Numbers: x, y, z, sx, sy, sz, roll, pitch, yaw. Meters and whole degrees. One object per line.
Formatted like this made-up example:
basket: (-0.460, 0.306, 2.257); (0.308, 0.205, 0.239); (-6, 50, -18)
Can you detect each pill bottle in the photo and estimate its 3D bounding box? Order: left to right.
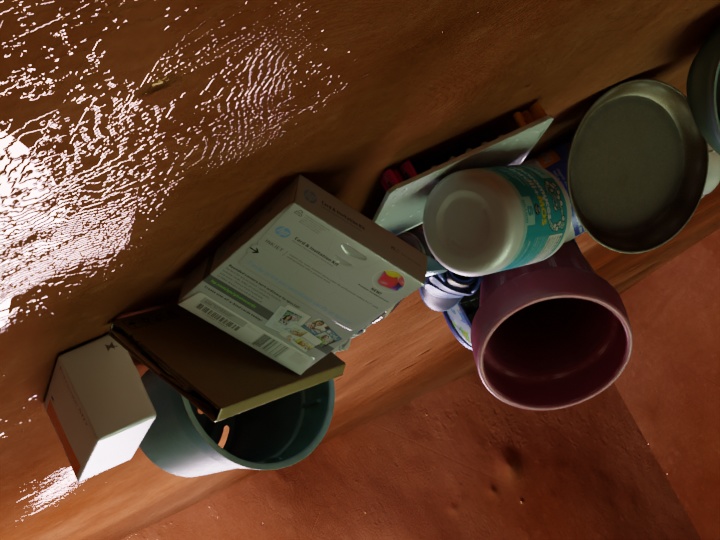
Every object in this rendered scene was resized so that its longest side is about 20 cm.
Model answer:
pill bottle: (0.158, -0.058, 1.437); (0.111, 0.111, 0.200); (-34, 168, 30)
pill bottle: (0.263, -0.104, 1.632); (0.199, 0.113, 0.112); (-28, 169, 0)

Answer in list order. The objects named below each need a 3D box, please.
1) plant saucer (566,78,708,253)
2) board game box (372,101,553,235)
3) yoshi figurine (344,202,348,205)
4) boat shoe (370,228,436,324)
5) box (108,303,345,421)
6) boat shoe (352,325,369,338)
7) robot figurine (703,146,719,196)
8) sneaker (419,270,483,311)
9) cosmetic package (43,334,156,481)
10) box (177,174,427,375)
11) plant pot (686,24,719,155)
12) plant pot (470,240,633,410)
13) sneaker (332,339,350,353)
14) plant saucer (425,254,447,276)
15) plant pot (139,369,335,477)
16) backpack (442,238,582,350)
plant saucer: (0.316, -0.121, 1.547); (0.199, 0.202, 0.032); (-24, -161, -20)
board game box: (0.095, -0.100, 1.449); (0.199, 0.026, 0.200); (-25, 169, -16)
yoshi figurine: (-0.051, -0.016, 1.360); (0.111, 0.113, 0.199); (24, 151, -33)
boat shoe: (0.047, 0.008, 1.704); (0.073, 0.075, 0.200); (-22, 168, -34)
box: (-0.134, 0.082, 1.379); (0.199, 0.163, 0.021); (-14, 132, -52)
boat shoe: (-0.031, 0.087, 1.890); (0.202, 0.065, 0.074); (-37, 167, 36)
robot figurine: (0.437, -0.137, 1.916); (0.200, 0.113, 0.170); (-37, -155, 39)
sneaker: (0.117, 0.001, 1.707); (0.073, 0.083, 0.201); (8, 143, -7)
cosmetic package: (-0.285, 0.152, 1.445); (0.071, 0.102, 0.200); (-22, 167, -25)
box: (-0.058, 0.010, 1.278); (0.200, 0.155, 0.041); (-38, -149, 41)
plant pot: (0.449, -0.205, 1.495); (0.199, 0.202, 0.134); (-26, -164, -11)
plant pot: (0.231, 0.046, 1.692); (0.198, 0.180, 0.201); (-3, 131, -3)
sneaker: (-0.073, 0.071, 1.681); (0.080, 0.077, 0.200); (9, 176, 18)
plant saucer: (0.000, 0.000, 1.543); (0.199, 0.039, 0.201); (-10, 178, 0)
plant pot: (-0.165, 0.150, 1.558); (0.199, 0.202, 0.196); (-20, 175, -38)
backpack: (0.207, 0.020, 1.871); (0.199, 0.184, 0.147); (-27, -178, -18)
